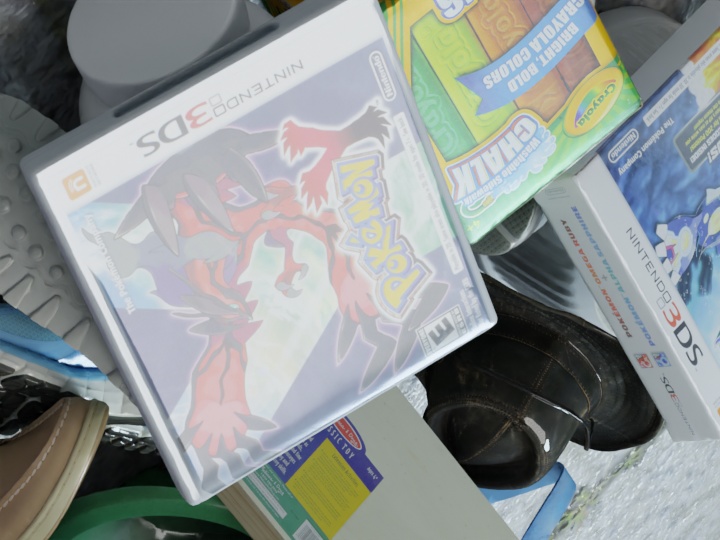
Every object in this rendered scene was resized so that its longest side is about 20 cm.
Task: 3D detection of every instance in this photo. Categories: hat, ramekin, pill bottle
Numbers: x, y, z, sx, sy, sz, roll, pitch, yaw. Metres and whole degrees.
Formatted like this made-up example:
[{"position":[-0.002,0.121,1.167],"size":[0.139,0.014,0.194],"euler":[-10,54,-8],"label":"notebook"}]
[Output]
[{"position":[0.081,0.083,1.353],"size":[0.081,0.199,0.201],"euler":[-64,150,-23],"label":"hat"},{"position":[0.168,-0.051,1.417],"size":[0.199,0.105,0.201],"euler":[-28,140,-27],"label":"ramekin"},{"position":[-0.073,-0.063,1.139],"size":[0.113,0.113,0.200],"euler":[-40,143,-12],"label":"pill bottle"},{"position":[-0.095,0.118,1.364],"size":[0.198,0.177,0.166],"euler":[4,136,-2],"label":"hat"}]

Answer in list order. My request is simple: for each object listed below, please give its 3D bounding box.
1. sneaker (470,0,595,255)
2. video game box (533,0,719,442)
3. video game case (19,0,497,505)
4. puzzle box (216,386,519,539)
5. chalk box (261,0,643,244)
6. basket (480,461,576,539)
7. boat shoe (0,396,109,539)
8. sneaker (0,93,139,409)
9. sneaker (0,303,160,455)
[{"position":[0.094,-0.110,1.305],"size":[0.080,0.070,0.202],"euler":[-7,111,-69],"label":"sneaker"},{"position":[0.205,-0.034,1.306],"size":[0.200,0.047,0.183],"euler":[-44,114,-31],"label":"video game box"},{"position":[-0.041,-0.011,1.077],"size":[0.181,0.023,0.201],"euler":[-30,122,-12],"label":"video game case"},{"position":[0.010,0.143,1.289],"size":[0.025,0.200,0.133],"euler":[-29,-168,48],"label":"puzzle box"},{"position":[0.051,-0.108,1.179],"size":[0.125,0.124,0.200],"euler":[-40,130,-5],"label":"chalk box"},{"position":[0.033,0.201,1.414],"size":[0.139,0.176,0.200],"euler":[52,41,-20],"label":"basket"},{"position":[-0.200,0.124,1.167],"size":[0.064,0.071,0.200],"euler":[36,122,-14],"label":"boat shoe"},{"position":[-0.137,-0.004,1.123],"size":[0.076,0.081,0.201],"euler":[-37,105,-1],"label":"sneaker"},{"position":[-0.152,0.038,1.195],"size":[0.199,0.091,0.078],"euler":[15,151,-37],"label":"sneaker"}]
